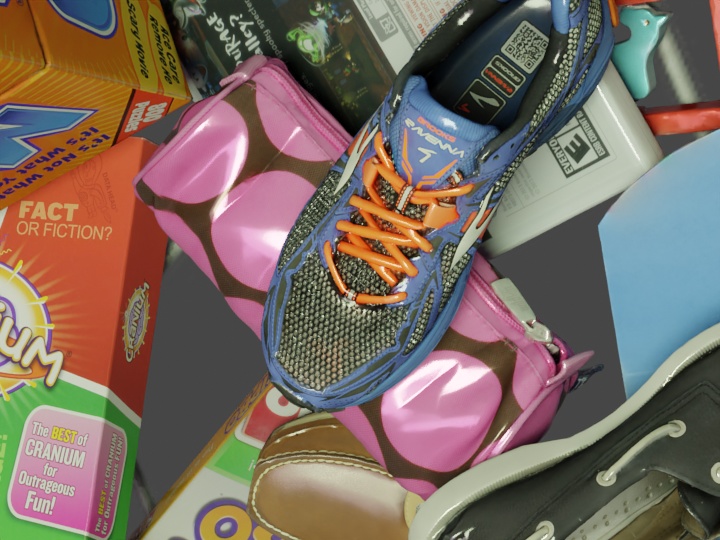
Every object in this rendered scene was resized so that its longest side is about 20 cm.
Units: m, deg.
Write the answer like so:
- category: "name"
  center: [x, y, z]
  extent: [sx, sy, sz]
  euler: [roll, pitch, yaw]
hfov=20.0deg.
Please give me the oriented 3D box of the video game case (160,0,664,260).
- category: "video game case"
  center: [0.006, -0.092, 0.854]
  extent: [0.181, 0.023, 0.201]
  euler: [-28, 95, 36]

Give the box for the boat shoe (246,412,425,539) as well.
- category: "boat shoe"
  center: [0.049, 0.112, 0.865]
  extent: [0.198, 0.074, 0.076]
  euler: [11, 118, 4]

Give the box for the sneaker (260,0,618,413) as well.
- category: "sneaker"
  center: [0.023, -0.039, 0.754]
  extent: [0.075, 0.078, 0.201]
  euler: [30, 88, 11]

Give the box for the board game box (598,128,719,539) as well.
- category: "board game box"
  center: [0.182, 0.021, 0.821]
  extent: [0.156, 0.039, 0.202]
  euler: [-9, 115, 9]

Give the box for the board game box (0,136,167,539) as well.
- category: "board game box"
  center: [-0.170, 0.038, 0.921]
  extent: [0.152, 0.040, 0.202]
  euler: [4, 81, 20]

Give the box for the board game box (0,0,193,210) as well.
- category: "board game box"
  center: [-0.225, -0.126, 0.819]
  extent: [0.199, 0.199, 0.202]
  euler: [-26, 74, 26]

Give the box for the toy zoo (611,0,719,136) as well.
- category: "toy zoo"
  center: [0.139, -0.122, 0.809]
  extent: [0.198, 0.020, 0.132]
  euler: [-5, 104, 23]

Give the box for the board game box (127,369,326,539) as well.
- category: "board game box"
  center: [-0.037, 0.114, 0.935]
  extent: [0.095, 0.030, 0.200]
  euler: [35, 119, -11]

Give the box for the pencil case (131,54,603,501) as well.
- category: "pencil case"
  center: [0.000, 0.000, 0.830]
  extent: [0.200, 0.091, 0.094]
  euler: [43, 136, 10]

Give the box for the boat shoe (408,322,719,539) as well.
- category: "boat shoe"
  center: [0.115, 0.079, 0.770]
  extent: [0.199, 0.060, 0.074]
  euler: [-26, 130, -4]
